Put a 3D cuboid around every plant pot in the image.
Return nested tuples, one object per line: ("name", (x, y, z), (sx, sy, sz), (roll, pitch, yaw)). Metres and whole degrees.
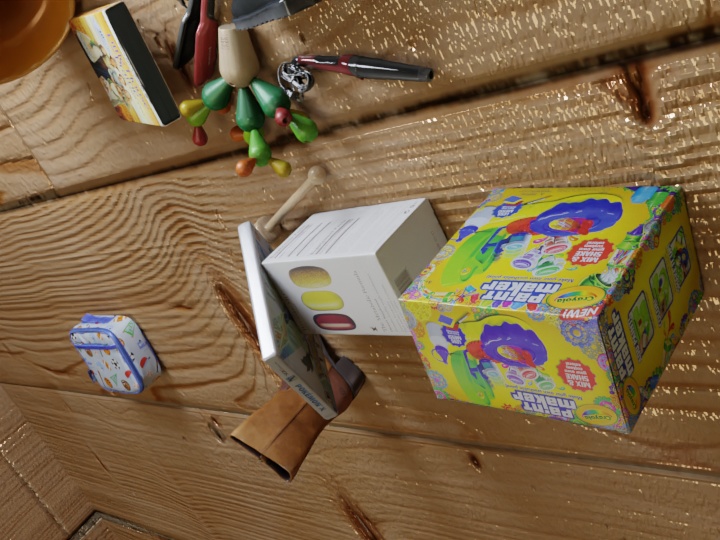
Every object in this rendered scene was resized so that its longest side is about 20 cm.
("plant pot", (-0.495, -0.371, 1.079), (0.184, 0.199, 0.201), (52, 147, 16))

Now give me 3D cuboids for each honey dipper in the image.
("honey dipper", (-0.095, -0.079, 1.085), (0.038, 0.038, 0.200), (46, 140, -2))

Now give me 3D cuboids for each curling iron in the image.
("curling iron", (-0.007, -0.201, 0.880), (0.197, 0.025, 0.051), (8, 94, 35))

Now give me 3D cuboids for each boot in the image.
("boot", (-0.117, 0.173, 1.206), (0.188, 0.200, 0.069), (41, 144, 4))
("boot", (-0.114, -0.342, 0.814), (0.164, 0.065, 0.202), (13, 131, 59))

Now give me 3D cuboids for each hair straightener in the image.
("hair straightener", (-0.197, -0.302, 0.955), (0.077, 0.041, 0.201), (36, 149, 12))

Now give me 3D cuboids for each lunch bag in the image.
("lunch bag", (-0.484, 0.159, 1.664), (0.198, 0.076, 0.162), (-4, 120, 45))

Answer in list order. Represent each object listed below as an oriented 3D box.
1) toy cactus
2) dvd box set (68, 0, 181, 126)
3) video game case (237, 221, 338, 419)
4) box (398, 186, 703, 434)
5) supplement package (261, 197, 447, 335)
("toy cactus", (-0.140, -0.194, 0.977), (0.198, 0.102, 0.167), (21, 130, 42))
("dvd box set", (-0.296, -0.254, 1.060), (0.199, 0.029, 0.148), (22, 141, 57))
("video game case", (-0.090, 0.064, 1.067), (0.022, 0.202, 0.183), (-23, 143, 10))
("box", (0.178, 0.025, 0.780), (0.198, 0.193, 0.123), (3, 128, 41))
("supplement package", (0.000, 0.000, 1.000), (0.198, 0.110, 0.115), (-4, 122, 46))
